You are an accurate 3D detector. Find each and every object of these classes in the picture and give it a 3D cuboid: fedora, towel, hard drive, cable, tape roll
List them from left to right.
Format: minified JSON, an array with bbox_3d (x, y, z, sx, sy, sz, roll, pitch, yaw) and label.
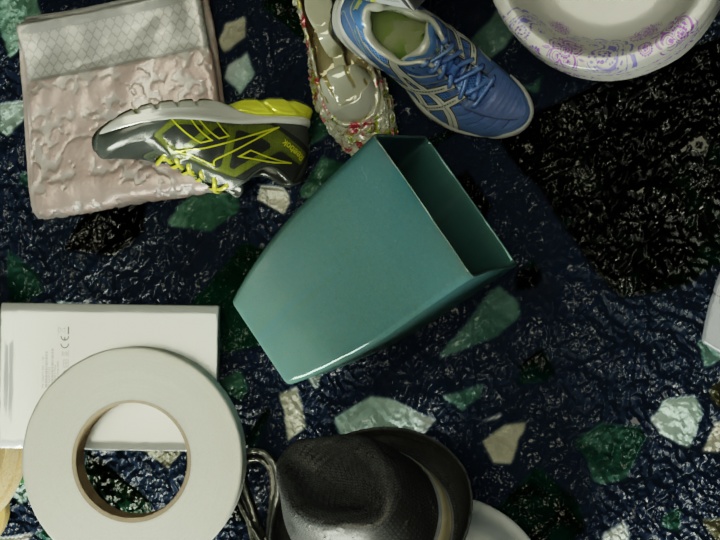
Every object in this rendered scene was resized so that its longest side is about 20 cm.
[{"bbox_3d":[-0.228,0.097,1.437,0.198,0.026,0.133,1,89,0],"label":"hard drive"},{"bbox_3d":[-0.222,-0.155,1.461,0.198,0.032,0.193,-8,88,15],"label":"towel"},{"bbox_3d":[-0.201,0.169,1.402,0.201,0.037,0.205,0,88,2],"label":"tape roll"},{"bbox_3d":[-0.092,0.264,1.410,0.096,0.050,0.202,11,92,19],"label":"cable"},{"bbox_3d":[-0.007,0.193,1.323,0.199,0.092,0.202,-18,46,19],"label":"fedora"}]

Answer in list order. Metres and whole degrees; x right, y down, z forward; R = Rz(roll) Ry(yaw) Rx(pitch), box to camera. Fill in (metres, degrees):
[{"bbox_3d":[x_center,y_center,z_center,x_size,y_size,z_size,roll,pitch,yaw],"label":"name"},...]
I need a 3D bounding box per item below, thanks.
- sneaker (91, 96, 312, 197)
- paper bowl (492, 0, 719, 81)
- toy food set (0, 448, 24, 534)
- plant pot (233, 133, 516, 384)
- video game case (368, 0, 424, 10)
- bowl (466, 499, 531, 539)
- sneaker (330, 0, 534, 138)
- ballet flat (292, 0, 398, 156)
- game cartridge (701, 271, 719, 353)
[{"bbox_3d":[-0.135,-0.105,1.384,0.198,0.074,0.085,-6,88,-12],"label":"sneaker"},{"bbox_3d":[0.208,-0.259,1.314,0.199,0.104,0.202,0,90,15],"label":"paper bowl"},{"bbox_3d":[-0.395,0.155,1.492,0.199,0.049,0.199,32,97,13],"label":"toy food set"},{"bbox_3d":[0.000,0.000,1.350,0.200,0.141,0.142,-37,81,19],"label":"plant pot"},{"bbox_3d":[0.058,-0.299,1.302,0.200,0.180,0.026,-47,121,-11],"label":"video game case"},{"bbox_3d":[0.063,0.298,1.351,0.199,0.090,0.203,0,89,15],"label":"bowl"},{"bbox_3d":[0.063,-0.172,1.341,0.199,0.077,0.076,29,93,-13],"label":"sneaker"},{"bbox_3d":[-0.022,-0.190,1.393,0.075,0.064,0.201,-20,85,12],"label":"ballet flat"},{"bbox_3d":[0.375,-0.002,1.304,0.133,0.041,0.201,32,97,17],"label":"game cartridge"}]
